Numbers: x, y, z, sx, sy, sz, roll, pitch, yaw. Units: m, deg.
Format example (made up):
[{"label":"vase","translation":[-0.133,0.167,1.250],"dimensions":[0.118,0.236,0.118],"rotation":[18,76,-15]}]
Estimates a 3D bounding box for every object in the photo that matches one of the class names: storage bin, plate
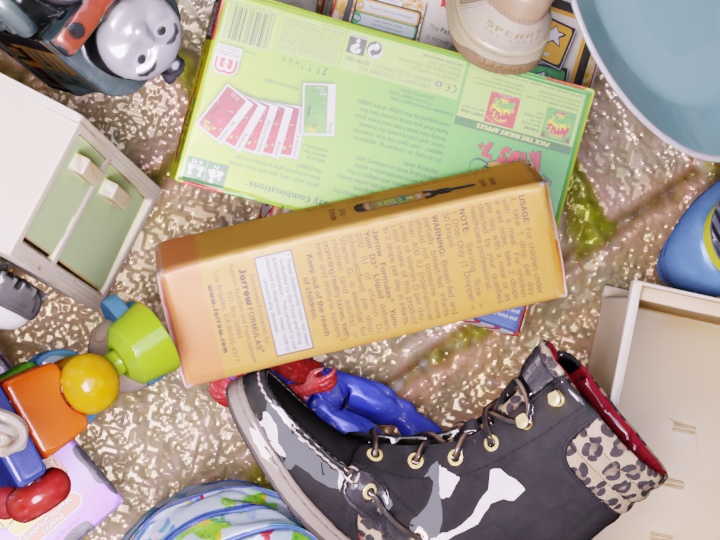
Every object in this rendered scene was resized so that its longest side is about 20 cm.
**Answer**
[{"label":"storage bin","translation":[0.209,0.124,1.536],"dimensions":[0.197,0.094,0.201],"rotation":[12,88,-8]},{"label":"plate","translation":[0.169,-0.154,1.524],"dimensions":[0.199,0.025,0.202],"rotation":[13,71,-40]}]

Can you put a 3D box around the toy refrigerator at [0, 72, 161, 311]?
[{"label":"toy refrigerator","translation":[-0.157,-0.037,1.421],"dimensions":[0.070,0.200,0.076],"rotation":[27,85,10]}]

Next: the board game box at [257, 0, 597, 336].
[{"label":"board game box","translation":[0.041,-0.082,1.534],"dimensions":[0.151,0.046,0.201],"rotation":[18,88,-8]}]

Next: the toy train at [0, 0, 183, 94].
[{"label":"toy train","translation":[-0.152,-0.138,1.428],"dimensions":[0.114,0.200,0.085],"rotation":[37,82,-21]}]

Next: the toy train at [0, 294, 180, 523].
[{"label":"toy train","translation":[-0.135,0.056,1.362],"dimensions":[0.115,0.200,0.085],"rotation":[-32,94,-14]}]

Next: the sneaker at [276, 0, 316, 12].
[{"label":"sneaker","translation":[-0.101,-0.196,1.509],"dimensions":[0.084,0.075,0.200],"rotation":[-22,113,30]}]

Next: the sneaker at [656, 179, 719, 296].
[{"label":"sneaker","translation":[0.243,-0.044,1.562],"dimensions":[0.199,0.078,0.066],"rotation":[-29,92,-27]}]

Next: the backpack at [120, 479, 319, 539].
[{"label":"backpack","translation":[-0.054,0.206,1.483],"dimensions":[0.162,0.154,0.201],"rotation":[-16,80,-2]}]

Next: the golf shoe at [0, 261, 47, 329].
[{"label":"golf shoe","translation":[-0.251,0.025,1.398],"dimensions":[0.199,0.078,0.095],"rotation":[6,82,14]}]

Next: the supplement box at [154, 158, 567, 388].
[{"label":"supplement box","translation":[0.000,0.000,1.428],"dimensions":[0.199,0.067,0.069],"rotation":[-15,104,-1]}]

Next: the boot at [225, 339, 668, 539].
[{"label":"boot","translation":[0.044,0.090,1.441],"dimensions":[0.150,0.073,0.200],"rotation":[-41,102,13]}]

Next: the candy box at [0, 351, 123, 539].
[{"label":"candy box","translation":[-0.249,0.097,1.477],"dimensions":[0.168,0.072,0.200],"rotation":[-40,96,-7]}]

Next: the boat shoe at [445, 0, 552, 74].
[{"label":"boat shoe","translation":[0.073,-0.197,1.488],"dimensions":[0.071,0.065,0.201],"rotation":[2,54,-17]}]

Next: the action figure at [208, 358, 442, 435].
[{"label":"action figure","translation":[-0.003,0.057,1.503],"dimensions":[0.199,0.099,0.065],"rotation":[26,51,-6]}]

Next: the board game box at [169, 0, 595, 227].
[{"label":"board game box","translation":[0.011,-0.071,1.478],"dimensions":[0.199,0.048,0.102],"rotation":[15,93,-8]}]
